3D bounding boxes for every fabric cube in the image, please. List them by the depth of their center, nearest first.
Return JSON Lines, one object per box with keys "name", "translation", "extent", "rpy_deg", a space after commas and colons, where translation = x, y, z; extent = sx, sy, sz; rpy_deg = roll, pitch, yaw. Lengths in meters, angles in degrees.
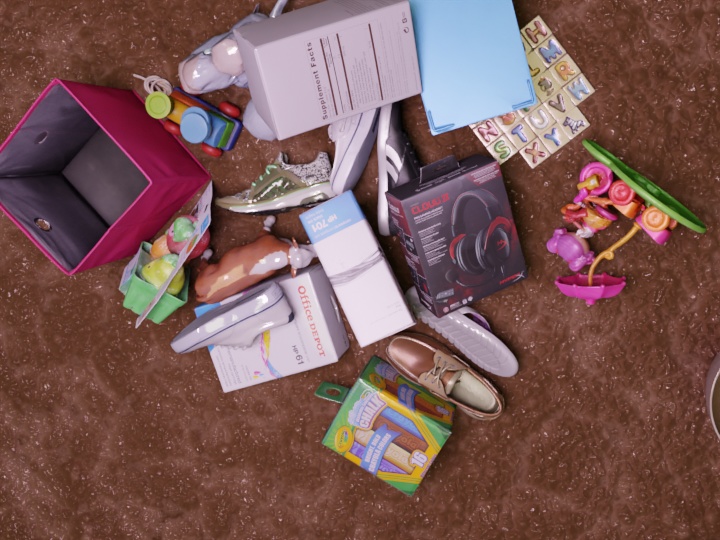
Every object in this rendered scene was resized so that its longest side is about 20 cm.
{"name": "fabric cube", "translation": [-0.387, -0.140, 1.045], "extent": [0.200, 0.199, 0.196], "rpy_deg": [-43, 90, 15]}

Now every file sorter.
{"name": "file sorter", "translation": [0.143, -0.298, 0.940], "extent": [0.138, 0.123, 0.201], "rpy_deg": [-15, 96, 14]}

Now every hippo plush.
{"name": "hippo plush", "translation": [-0.155, -0.273, 1.019], "extent": [0.159, 0.200, 0.161], "rpy_deg": [-11, 125, 40]}

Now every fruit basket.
{"name": "fruit basket", "translation": [-0.284, -0.032, 1.056], "extent": [0.094, 0.185, 0.200], "rpy_deg": [25, 109, -21]}

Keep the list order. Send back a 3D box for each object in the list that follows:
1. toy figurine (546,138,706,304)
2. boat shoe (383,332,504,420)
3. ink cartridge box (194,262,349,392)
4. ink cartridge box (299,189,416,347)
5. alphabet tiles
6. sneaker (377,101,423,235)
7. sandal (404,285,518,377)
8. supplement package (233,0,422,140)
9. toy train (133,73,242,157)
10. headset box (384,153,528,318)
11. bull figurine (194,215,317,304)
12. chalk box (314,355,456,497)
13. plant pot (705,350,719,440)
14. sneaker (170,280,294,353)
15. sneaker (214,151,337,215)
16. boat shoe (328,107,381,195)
{"name": "toy figurine", "translation": [0.328, -0.049, 0.963], "extent": [0.200, 0.150, 0.184], "rpy_deg": [46, 116, 23]}
{"name": "boat shoe", "translation": [0.131, 0.156, 1.047], "extent": [0.200, 0.074, 0.076], "rpy_deg": [29, 85, 2]}
{"name": "ink cartridge box", "translation": [-0.135, 0.089, 1.093], "extent": [0.199, 0.085, 0.145], "rpy_deg": [-18, 96, 13]}
{"name": "ink cartridge box", "translation": [0.000, 0.000, 0.998], "extent": [0.086, 0.146, 0.200], "rpy_deg": [-25, 86, 3]}
{"name": "alphabet tiles", "translation": [0.225, -0.255, 0.997], "extent": [0.166, 0.006, 0.200], "rpy_deg": [-37, 91, 16]}
{"name": "sneaker", "translation": [0.083, -0.150, 1.018], "extent": [0.112, 0.073, 0.201], "rpy_deg": [1, 107, 7]}
{"name": "sandal", "translation": [0.159, 0.081, 1.046], "extent": [0.202, 0.082, 0.050], "rpy_deg": [37, 62, 5]}
{"name": "supplement package", "translation": [-0.042, -0.267, 0.892], "extent": [0.200, 0.121, 0.120], "rpy_deg": [-21, 125, -11]}
{"name": "toy train", "translation": [-0.286, -0.247, 1.048], "extent": [0.200, 0.116, 0.085], "rpy_deg": [30, 104, 5]}
{"name": "headset box", "translation": [0.131, -0.058, 0.968], "extent": [0.148, 0.075, 0.200], "rpy_deg": [-23, 111, -10]}
{"name": "bull figurine", "translation": [-0.161, -0.017, 1.054], "extent": [0.200, 0.122, 0.065], "rpy_deg": [-23, 120, 5]}
{"name": "chalk box", "translation": [0.027, 0.219, 1.062], "extent": [0.200, 0.125, 0.124], "rpy_deg": [31, 105, 4]}
{"name": "plant pot", "translation": [0.556, 0.156, 0.936], "extent": [0.200, 0.134, 0.201], "rpy_deg": [2, 100, 11]}
{"name": "sneaker", "translation": [-0.189, 0.088, 1.025], "extent": [0.200, 0.073, 0.071], "rpy_deg": [-24, 108, 22]}
{"name": "sneaker", "translation": [-0.126, -0.134, 1.066], "extent": [0.199, 0.077, 0.089], "rpy_deg": [-9, 88, 6]}
{"name": "boat shoe", "translation": [-0.013, -0.207, 1.020], "extent": [0.065, 0.074, 0.200], "rpy_deg": [19, 85, 12]}
